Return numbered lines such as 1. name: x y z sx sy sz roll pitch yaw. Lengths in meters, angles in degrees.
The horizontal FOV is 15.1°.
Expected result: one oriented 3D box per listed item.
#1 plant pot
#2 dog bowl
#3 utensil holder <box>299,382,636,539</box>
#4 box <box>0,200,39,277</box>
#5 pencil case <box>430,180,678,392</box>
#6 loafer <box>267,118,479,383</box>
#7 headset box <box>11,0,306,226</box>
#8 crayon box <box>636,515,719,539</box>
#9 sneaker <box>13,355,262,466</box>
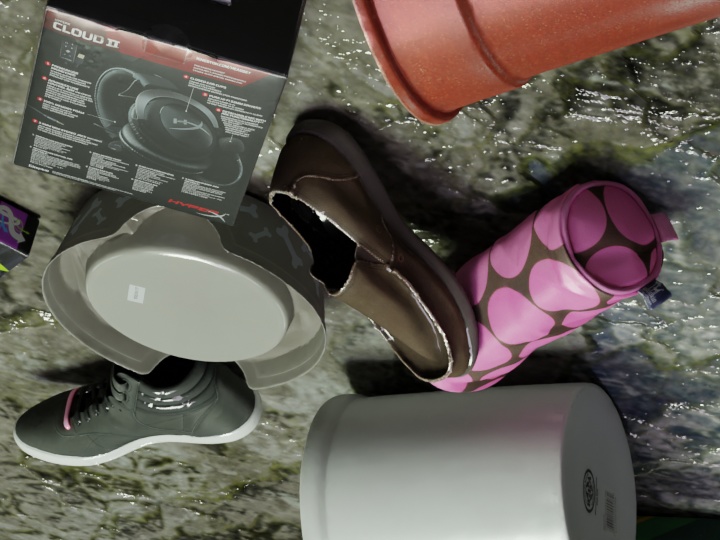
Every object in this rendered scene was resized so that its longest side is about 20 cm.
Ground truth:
1. plant pot: 0.108 -0.191 1.361 0.194 0.202 0.201 -11 143 20
2. dog bowl: -0.116 0.008 1.872 0.199 0.059 0.200 9 148 6
3. utensil holder: 0.079 0.166 1.954 0.199 0.171 0.170 -7 144 25
4. box: -0.344 -0.040 1.899 0.199 0.036 0.143 29 145 -22
5. pencil case: 0.117 0.014 1.779 0.093 0.091 0.200 -21 173 -38
6. loafer: 0.000 0.000 1.746 0.073 0.071 0.200 -14 118 52
7. headset box: -0.122 -0.123 1.645 0.148 0.078 0.200 15 148 -5
8. crayon box: 0.196 0.245 2.113 0.199 0.051 0.127 2 139 3
9. sneaker: -0.181 0.088 2.020 0.199 0.071 0.099 -8 142 20
